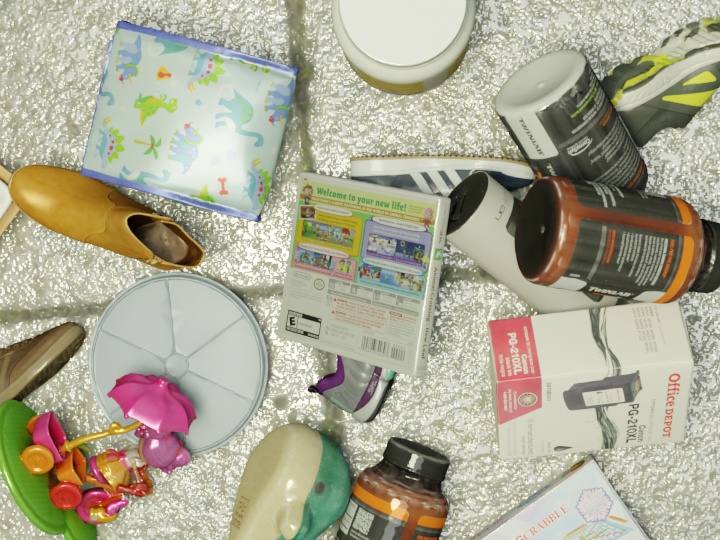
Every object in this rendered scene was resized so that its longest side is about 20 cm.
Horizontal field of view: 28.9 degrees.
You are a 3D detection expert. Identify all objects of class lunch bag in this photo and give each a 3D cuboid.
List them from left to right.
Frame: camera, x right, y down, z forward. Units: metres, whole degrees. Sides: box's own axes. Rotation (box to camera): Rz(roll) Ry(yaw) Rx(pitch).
[{"bbox_3d":[-0.180,-0.156,1.470,0.198,0.127,0.171,14,93,-8],"label":"lunch bag"}]

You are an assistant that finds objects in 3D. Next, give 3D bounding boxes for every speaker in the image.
[{"bbox_3d":[0.172,-0.015,1.446,0.200,0.081,0.081,37,93,-22],"label":"speaker"}]

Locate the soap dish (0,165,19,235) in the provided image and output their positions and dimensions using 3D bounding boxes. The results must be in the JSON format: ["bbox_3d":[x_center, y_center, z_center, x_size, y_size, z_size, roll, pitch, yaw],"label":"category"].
[{"bbox_3d":[-0.472,-0.083,1.508,0.200,0.081,0.158,38,93,1],"label":"soap dish"}]

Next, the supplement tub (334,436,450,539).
[{"bbox_3d":[0.029,0.282,1.483,0.106,0.107,0.201,21,93,2],"label":"supplement tub"}]

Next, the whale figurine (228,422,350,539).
[{"bbox_3d":[-0.079,0.264,1.473,0.103,0.159,0.201,27,80,-21],"label":"whale figurine"}]

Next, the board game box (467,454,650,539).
[{"bbox_3d":[0.226,0.338,1.508,0.199,0.041,0.200,-35,90,3],"label":"board game box"}]

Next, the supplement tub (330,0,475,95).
[{"bbox_3d":[0.044,-0.258,1.419,0.144,0.200,0.147,0,92,2],"label":"supplement tub"}]

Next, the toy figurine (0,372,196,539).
[{"bbox_3d":[-0.253,0.190,1.468,0.183,0.150,0.201,-24,119,8],"label":"toy figurine"}]

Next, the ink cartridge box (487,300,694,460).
[{"bbox_3d":[0.236,0.114,1.445,0.198,0.145,0.085,-6,49,2],"label":"ink cartridge box"}]

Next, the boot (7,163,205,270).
[{"bbox_3d":[-0.259,-0.057,1.441,0.200,0.144,0.071,25,83,-20],"label":"boot"}]

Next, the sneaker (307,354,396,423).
[{"bbox_3d":[0.015,0.060,1.496,0.087,0.074,0.201,25,93,6],"label":"sneaker"}]

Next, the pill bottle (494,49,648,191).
[{"bbox_3d":[0.228,-0.119,1.438,0.106,0.106,0.200,-35,118,3],"label":"pill bottle"}]

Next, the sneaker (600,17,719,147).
[{"bbox_3d":[0.343,-0.200,1.482,0.199,0.075,0.085,-25,125,-8],"label":"sneaker"}]

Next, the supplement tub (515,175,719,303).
[{"bbox_3d":[0.259,-0.026,1.364,0.198,0.107,0.108,9,92,-18],"label":"supplement tub"}]

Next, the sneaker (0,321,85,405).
[{"bbox_3d":[-0.391,0.110,1.516,0.200,0.070,0.076,-41,85,2],"label":"sneaker"}]

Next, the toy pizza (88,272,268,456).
[{"bbox_3d":[-0.197,0.102,1.524,0.198,0.032,0.202,0,94,6],"label":"toy pizza"}]

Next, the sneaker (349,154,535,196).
[{"bbox_3d":[0.087,-0.068,1.489,0.198,0.070,0.109,1,91,6],"label":"sneaker"}]

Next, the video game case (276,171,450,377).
[{"bbox_3d":[0.000,0.000,1.457,0.199,0.022,0.184,13,98,41],"label":"video game case"}]
